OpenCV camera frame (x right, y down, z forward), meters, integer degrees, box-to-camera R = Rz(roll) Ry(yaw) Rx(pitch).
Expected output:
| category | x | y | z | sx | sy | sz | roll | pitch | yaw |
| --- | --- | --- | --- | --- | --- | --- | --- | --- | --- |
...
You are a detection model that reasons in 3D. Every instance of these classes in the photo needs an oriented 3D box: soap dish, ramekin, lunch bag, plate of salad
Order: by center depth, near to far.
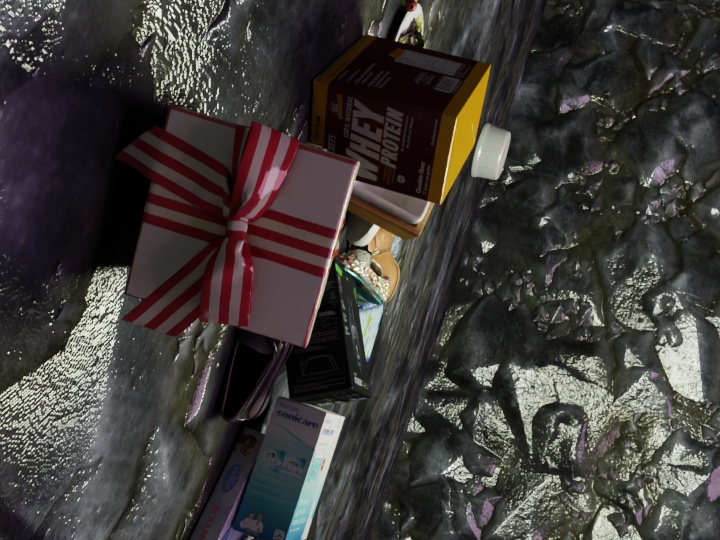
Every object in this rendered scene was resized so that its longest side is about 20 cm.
| category | x | y | z | sx | sy | sz | roll | pitch | yaw |
| --- | --- | --- | --- | --- | --- | --- | --- | --- | --- |
| soap dish | 0.059 | -0.159 | 1.277 | 0.201 | 0.156 | 0.081 | -64 | -179 | -31 |
| plate of salad | 0.088 | -0.371 | 1.337 | 0.200 | 0.048 | 0.202 | 17 | 90 | -76 |
| lunch bag | -0.026 | 0.130 | 1.428 | 0.200 | 0.082 | 0.162 | -1 | 110 | -75 |
| ramekin | 0.476 | -0.427 | 2.718 | 0.200 | 0.097 | 0.202 | 18 | 90 | -77 |

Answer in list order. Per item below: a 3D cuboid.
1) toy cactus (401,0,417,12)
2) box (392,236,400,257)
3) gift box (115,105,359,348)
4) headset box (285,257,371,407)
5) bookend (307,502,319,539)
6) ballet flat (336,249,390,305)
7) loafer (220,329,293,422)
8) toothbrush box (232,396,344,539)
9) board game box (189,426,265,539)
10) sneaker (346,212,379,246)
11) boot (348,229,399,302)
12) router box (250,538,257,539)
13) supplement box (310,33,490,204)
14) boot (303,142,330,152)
| category | x | y | z | sx | sy | sz | roll | pitch | yaw |
| --- | --- | --- | --- | --- | --- | --- | --- | --- | --- |
| toy cactus | 0.096 | -0.510 | 1.159 | 0.165 | 0.101 | 0.202 | -89 | -174 | -66 |
| box | 0.069 | -0.120 | 1.585 | 0.137 | 0.040 | 0.202 | -25 | 130 | -74 |
| gift box | -0.112 | -0.040 | 0.674 | 0.187 | 0.198 | 0.186 | -87 | -172 | -82 |
| headset box | -0.052 | 0.090 | 1.107 | 0.174 | 0.092 | 0.202 | 55 | 25 | -72 |
| bookend | -0.160 | 0.523 | 1.343 | 0.200 | 0.091 | 0.200 | -51 | 153 | -55 |
| ballet flat | 0.000 | 0.000 | 1.343 | 0.064 | 0.075 | 0.200 | -67 | 152 | -13 |
| loafer | -0.136 | 0.110 | 0.990 | 0.063 | 0.071 | 0.202 | -15 | 124 | -69 |
| toothbrush box | -0.104 | 0.303 | 1.139 | 0.146 | 0.085 | 0.202 | 57 | 49 | -73 |
| board game box | -0.187 | 0.370 | 1.151 | 0.200 | 0.041 | 0.201 | 85 | 25 | -57 |
| sneaker | 0.048 | -0.108 | 1.367 | 0.116 | 0.073 | 0.201 | 48 | 55 | -42 |
| boot | 0.019 | -0.011 | 1.456 | 0.155 | 0.073 | 0.202 | -37 | 132 | -61 |
| router box | -0.194 | 0.481 | 1.070 | 0.151 | 0.062 | 0.200 | -64 | 160 | 5 |
| supplement box | 0.057 | -0.221 | 1.067 | 0.198 | 0.198 | 0.134 | -57 | 160 | -49 |
| boot | -0.084 | -0.088 | 0.937 | 0.200 | 0.073 | 0.152 | 50 | 59 | -79 |
